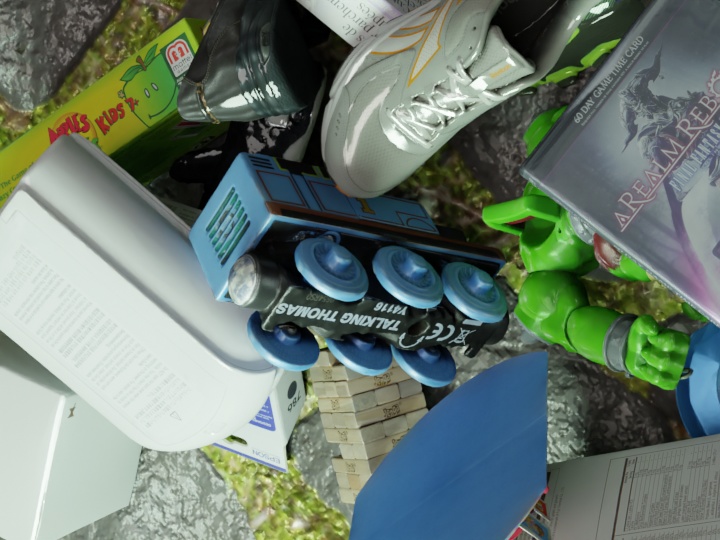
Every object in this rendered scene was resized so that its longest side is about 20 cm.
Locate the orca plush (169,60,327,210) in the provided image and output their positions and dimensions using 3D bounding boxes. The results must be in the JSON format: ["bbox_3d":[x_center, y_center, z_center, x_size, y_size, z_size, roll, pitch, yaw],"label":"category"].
[{"bbox_3d":[-0.091,-0.062,1.062,0.071,0.106,0.200,16,142,-18],"label":"orca plush"}]

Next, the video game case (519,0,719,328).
[{"bbox_3d":[0.207,-0.048,0.878,0.200,0.019,0.143,38,86,8],"label":"video game case"}]

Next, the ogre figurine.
[{"bbox_3d":[0.142,-0.034,0.947,0.120,0.098,0.201,-7,93,45],"label":"ogre figurine"}]

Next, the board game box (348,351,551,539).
[{"bbox_3d":[0.059,0.136,0.933,0.158,0.200,0.039,-39,108,24],"label":"board game box"}]

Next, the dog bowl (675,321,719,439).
[{"bbox_3d":[0.261,0.027,0.937,0.111,0.050,0.201,30,109,19],"label":"dog bowl"}]

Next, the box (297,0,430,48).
[{"bbox_3d":[-0.026,-0.178,0.935,0.200,0.042,0.039,37,127,-25],"label":"box"}]

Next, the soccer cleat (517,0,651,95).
[{"bbox_3d":[0.132,-0.167,0.974,0.200,0.065,0.084,-21,59,31],"label":"soccer cleat"}]

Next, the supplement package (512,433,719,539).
[{"bbox_3d":[0.175,0.201,0.918,0.199,0.151,0.152,-14,124,27],"label":"supplement package"}]

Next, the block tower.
[{"bbox_3d":[-0.004,0.046,1.053,0.058,0.054,0.201,-10,94,62],"label":"block tower"}]

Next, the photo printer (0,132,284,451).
[{"bbox_3d":[-0.143,0.026,1.014,0.200,0.070,0.166,41,144,-6],"label":"photo printer"}]

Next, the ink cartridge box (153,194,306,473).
[{"bbox_3d":[-0.092,0.045,1.083,0.099,0.039,0.200,18,138,22],"label":"ink cartridge box"}]

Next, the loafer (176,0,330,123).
[{"bbox_3d":[-0.063,-0.152,0.987,0.072,0.200,0.073,-15,117,17],"label":"loafer"}]

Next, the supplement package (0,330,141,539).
[{"bbox_3d":[-0.264,0.093,1.159,0.199,0.121,0.120,21,107,22],"label":"supplement package"}]

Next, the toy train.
[{"bbox_3d":[0.000,0.000,0.967,0.087,0.199,0.114,-54,45,31],"label":"toy train"}]

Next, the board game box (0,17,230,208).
[{"bbox_3d":[-0.152,-0.094,1.087,0.200,0.101,0.048,-31,80,26],"label":"board game box"}]

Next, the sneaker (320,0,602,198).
[{"bbox_3d":[0.054,-0.113,0.904,0.076,0.092,0.200,34,105,-26],"label":"sneaker"}]
